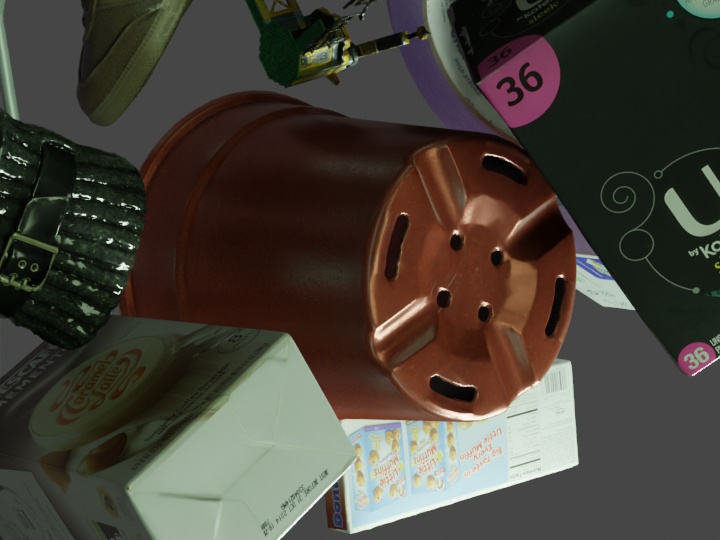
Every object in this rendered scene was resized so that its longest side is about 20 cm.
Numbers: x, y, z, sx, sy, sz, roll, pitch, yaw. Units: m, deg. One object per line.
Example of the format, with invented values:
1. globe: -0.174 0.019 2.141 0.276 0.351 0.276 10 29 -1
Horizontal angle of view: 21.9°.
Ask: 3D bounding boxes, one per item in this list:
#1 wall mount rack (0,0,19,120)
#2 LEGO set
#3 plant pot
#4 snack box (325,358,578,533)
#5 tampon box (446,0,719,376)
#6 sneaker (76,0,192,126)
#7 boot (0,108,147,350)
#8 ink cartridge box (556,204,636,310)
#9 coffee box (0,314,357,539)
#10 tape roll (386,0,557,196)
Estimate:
1. wall mount rack: -0.217 -0.124 0.921 0.199 0.075 0.175 -10 132 -37
2. LEGO set: 0.011 -0.199 1.028 0.115 0.200 0.154 -21 74 -37
3. plant pot: 0.000 0.000 1.020 0.200 0.195 0.202 -3 94 -38
4. snack box: 0.060 0.109 1.185 0.199 0.024 0.072 -11 100 -38
5. tampon box: 0.164 -0.082 0.953 0.150 0.126 0.200 -35 113 11
6. sneaker: -0.114 -0.170 0.967 0.075 0.200 0.071 29 28 -8
7. boot: -0.206 0.013 0.923 0.212 0.079 0.158 -56 142 2
8. ink cartridge box: 0.200 -0.002 1.180 0.099 0.199 0.039 32 77 -37
9. coffee box: -0.112 0.089 0.931 0.114 0.199 0.080 -43 116 -29
10. tape roll: 0.108 -0.145 1.096 0.066 0.200 0.201 -38 115 -30
